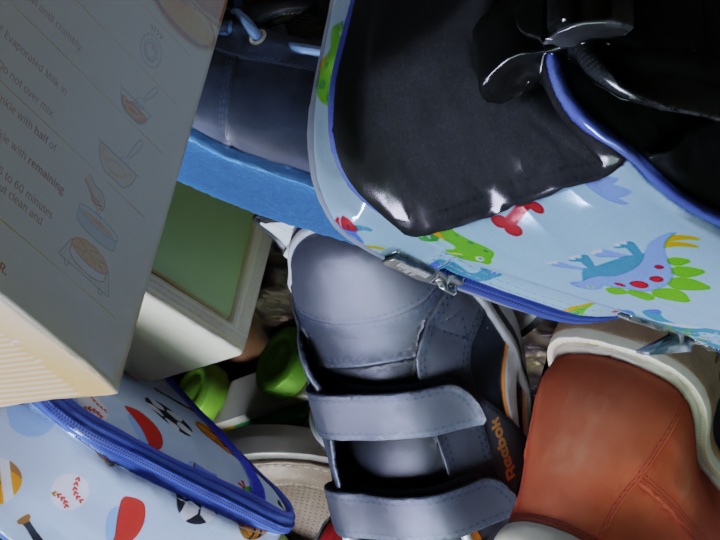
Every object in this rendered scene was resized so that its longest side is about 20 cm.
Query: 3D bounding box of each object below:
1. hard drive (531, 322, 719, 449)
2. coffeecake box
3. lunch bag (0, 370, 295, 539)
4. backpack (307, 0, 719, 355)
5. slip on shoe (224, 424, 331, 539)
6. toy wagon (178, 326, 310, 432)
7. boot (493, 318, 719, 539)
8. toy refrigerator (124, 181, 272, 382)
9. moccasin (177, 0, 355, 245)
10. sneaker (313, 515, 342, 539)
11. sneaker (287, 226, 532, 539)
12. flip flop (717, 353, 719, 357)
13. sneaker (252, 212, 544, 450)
[{"bbox_3d":[0.141,0.066,0.856,0.138,0.033,0.200,1,152,-2],"label":"hard drive"},{"bbox_3d":[-0.108,-0.089,0.534,0.073,0.201,0.153,-7,145,33],"label":"coffeecake box"},{"bbox_3d":[-0.121,0.060,0.857,0.160,0.076,0.200,29,-172,-39],"label":"lunch bag"},{"bbox_3d":[0.094,-0.065,0.515,0.199,0.184,0.147,23,158,-29],"label":"backpack"},{"bbox_3d":[0.008,0.135,0.952,0.076,0.061,0.200,-10,144,37],"label":"slip on shoe"},{"bbox_3d":[-0.017,0.091,0.990,0.155,0.040,0.199,31,147,-29],"label":"toy wagon"},{"bbox_3d":[0.094,0.100,0.749,0.074,0.108,0.200,11,155,25],"label":"boot"},{"bbox_3d":[-0.124,-0.040,0.762,0.199,0.076,0.070,34,146,-32],"label":"toy refrigerator"},{"bbox_3d":[-0.026,-0.057,0.691,0.199,0.069,0.081,23,167,17],"label":"moccasin"},{"bbox_3d":[0.078,0.134,0.871,0.198,0.078,0.085,17,153,-6],"label":"sneaker"},{"bbox_3d":[0.024,0.064,0.748,0.078,0.080,0.201,-5,133,26],"label":"sneaker"},{"bbox_3d":[0.112,-0.023,0.677,0.081,0.058,0.201,-22,143,-8],"label":"flip flop"},{"bbox_3d":[0.000,0.000,0.802,0.115,0.076,0.201,29,141,-10],"label":"sneaker"}]
